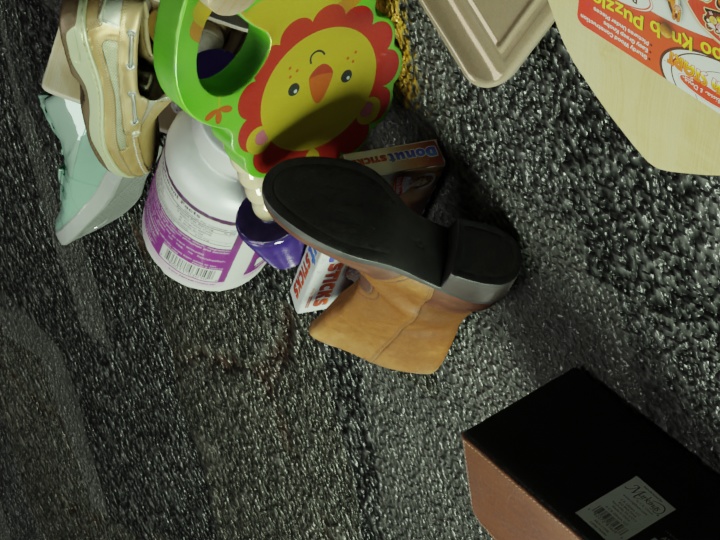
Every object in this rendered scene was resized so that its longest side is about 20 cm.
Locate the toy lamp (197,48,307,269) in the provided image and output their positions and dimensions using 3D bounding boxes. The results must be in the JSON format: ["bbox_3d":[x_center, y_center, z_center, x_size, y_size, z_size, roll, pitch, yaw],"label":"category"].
[{"bbox_3d":[-0.079,-0.071,1.536,0.058,0.058,0.201,44,168,37],"label":"toy lamp"}]

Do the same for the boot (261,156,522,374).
[{"bbox_3d":[0.000,0.000,1.514,0.200,0.186,0.069,130,150,-64],"label":"boot"}]

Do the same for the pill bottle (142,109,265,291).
[{"bbox_3d":[-0.103,-0.073,1.678,0.113,0.112,0.200,57,154,14],"label":"pill bottle"}]

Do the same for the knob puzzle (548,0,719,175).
[{"bbox_3d":[0.174,-0.133,1.161,0.219,0.030,0.221,37,149,27],"label":"knob puzzle"}]

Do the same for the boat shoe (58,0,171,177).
[{"bbox_3d":[-0.169,-0.135,1.622,0.201,0.075,0.072,77,-161,-59],"label":"boat shoe"}]

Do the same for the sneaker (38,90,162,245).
[{"bbox_3d":[-0.255,-0.109,1.987,0.119,0.073,0.200,53,144,8],"label":"sneaker"}]

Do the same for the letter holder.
[{"bbox_3d":[0.168,0.186,1.406,0.200,0.100,0.143,40,148,42],"label":"letter holder"}]

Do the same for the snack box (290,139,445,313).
[{"bbox_3d":[0.002,-0.029,1.557,0.200,0.071,0.025,114,142,-59],"label":"snack box"}]

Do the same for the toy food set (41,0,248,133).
[{"bbox_3d":[-0.166,-0.169,1.676,0.200,0.142,0.061,126,160,-62],"label":"toy food set"}]

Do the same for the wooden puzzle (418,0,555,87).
[{"bbox_3d":[0.075,-0.230,1.277,0.186,0.037,0.200,59,149,11],"label":"wooden puzzle"}]

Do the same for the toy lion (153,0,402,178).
[{"bbox_3d":[-0.052,-0.142,1.425,0.069,0.199,0.193,39,127,38],"label":"toy lion"}]
